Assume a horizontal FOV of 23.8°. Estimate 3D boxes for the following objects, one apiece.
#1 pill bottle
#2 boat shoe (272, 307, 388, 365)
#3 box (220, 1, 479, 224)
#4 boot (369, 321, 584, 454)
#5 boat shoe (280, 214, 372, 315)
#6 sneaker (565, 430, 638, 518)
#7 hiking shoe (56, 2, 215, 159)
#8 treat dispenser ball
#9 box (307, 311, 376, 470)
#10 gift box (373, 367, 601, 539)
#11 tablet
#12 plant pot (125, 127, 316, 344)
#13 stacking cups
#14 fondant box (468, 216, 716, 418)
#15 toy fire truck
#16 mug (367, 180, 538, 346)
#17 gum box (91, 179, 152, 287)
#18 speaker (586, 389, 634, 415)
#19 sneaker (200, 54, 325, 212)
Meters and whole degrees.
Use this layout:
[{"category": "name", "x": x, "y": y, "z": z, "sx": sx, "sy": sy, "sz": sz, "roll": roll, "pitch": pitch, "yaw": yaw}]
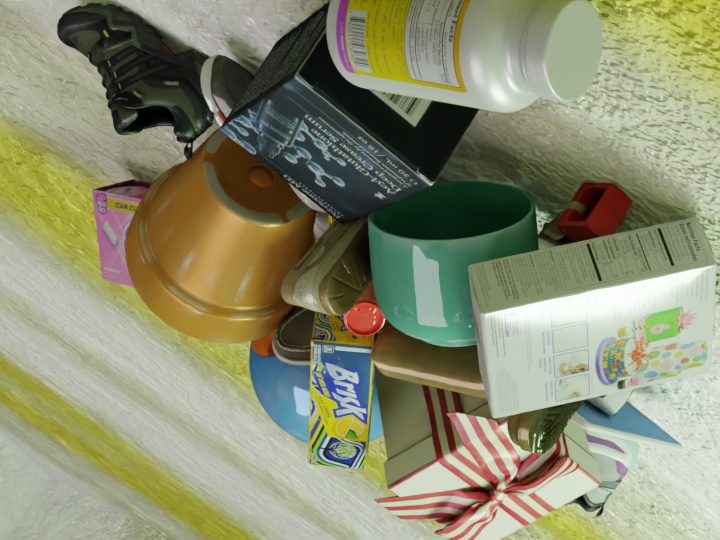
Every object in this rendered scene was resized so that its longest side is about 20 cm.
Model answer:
[{"category": "pill bottle", "x": 0.077, "y": -0.175, "z": 1.264, "sx": 0.199, "sy": 0.105, "sz": 0.104, "roll": 15, "pitch": 154, "yaw": 39}, {"category": "boat shoe", "x": 0.001, "y": 0.041, "z": 1.783, "sx": 0.060, "sy": 0.199, "sz": 0.072, "roll": 86, "pitch": 164, "yaw": -68}, {"category": "box", "x": -0.009, "y": -0.139, "z": 1.473, "sx": 0.148, "sy": 0.107, "sz": 0.200, "roll": 37, "pitch": 160, "yaw": -13}, {"category": "boot", "x": 0.100, "y": 0.103, "z": 1.594, "sx": 0.199, "sy": 0.067, "sz": 0.175, "roll": 13, "pitch": -163, "yaw": 22}, {"category": "boat shoe", "x": -0.004, "y": -0.030, "z": 1.594, "sx": 0.064, "sy": 0.200, "sz": 0.072, "roll": 5, "pitch": 122, "yaw": 33}, {"category": "sneaker", "x": 0.197, "y": 0.207, "z": 1.911, "sx": 0.199, "sy": 0.140, "sz": 0.078, "roll": 25, "pitch": 159, "yaw": 18}, {"category": "hiking shoe", "x": -0.230, "y": -0.190, "z": 1.693, "sx": 0.199, "sy": 0.101, "sz": 0.076, "roll": 28, "pitch": 159, "yaw": 14}, {"category": "treat dispenser ball", "x": -0.025, "y": 0.098, "z": 1.906, "sx": 0.200, "sy": 0.202, "sz": 0.201, "roll": 28, "pitch": 160, "yaw": 11}, {"category": "box", "x": -0.018, "y": 0.114, "z": 1.726, "sx": 0.064, "sy": 0.070, "sz": 0.201, "roll": 5, "pitch": 137, "yaw": 2}, {"category": "gift box", "x": 0.115, "y": 0.166, "z": 1.755, "sx": 0.184, "sy": 0.188, "sz": 0.200, "roll": -37, "pitch": 131, "yaw": 26}, {"category": "tablet", "x": 0.234, "y": 0.136, "z": 1.714, "sx": 0.199, "sy": 0.014, "sz": 0.130, "roll": 17, "pitch": -162, "yaw": -50}, {"category": "plant pot", "x": -0.126, "y": -0.054, "z": 1.753, "sx": 0.199, "sy": 0.201, "sz": 0.183, "roll": 33, "pitch": 145, "yaw": -1}, {"category": "stacking cups", "x": 0.000, "y": 0.000, "z": 1.672, "sx": 0.060, "sy": 0.060, "sz": 0.200, "roll": 42, "pitch": -158, "yaw": -25}, {"category": "fondant box", "x": 0.197, "y": 0.042, "z": 1.446, "sx": 0.198, "sy": 0.058, "sz": 0.145, "roll": -11, "pitch": 138, "yaw": -1}, {"category": "toy fire truck", "x": 0.207, "y": -0.007, "z": 1.538, "sx": 0.141, "sy": 0.049, "sz": 0.200, "roll": 39, "pitch": 160, "yaw": -16}, {"category": "mug", "x": 0.092, "y": -0.007, "z": 1.542, "sx": 0.151, "sy": 0.185, "sz": 0.115, "roll": 6, "pitch": 114, "yaw": 28}, {"category": "gum box", "x": -0.230, "y": -0.036, "z": 2.021, "sx": 0.199, "sy": 0.066, "sz": 0.114, "roll": 13, "pitch": 113, "yaw": 45}, {"category": "speaker", "x": 0.184, "y": 0.057, "z": 1.679, "sx": 0.199, "sy": 0.081, "sz": 0.081, "roll": 32, "pitch": 160, "yaw": 3}, {"category": "sneaker", "x": -0.064, "y": -0.144, "z": 1.633, "sx": 0.082, "sy": 0.077, "sz": 0.200, "roll": -29, "pitch": 121, "yaw": 37}]
